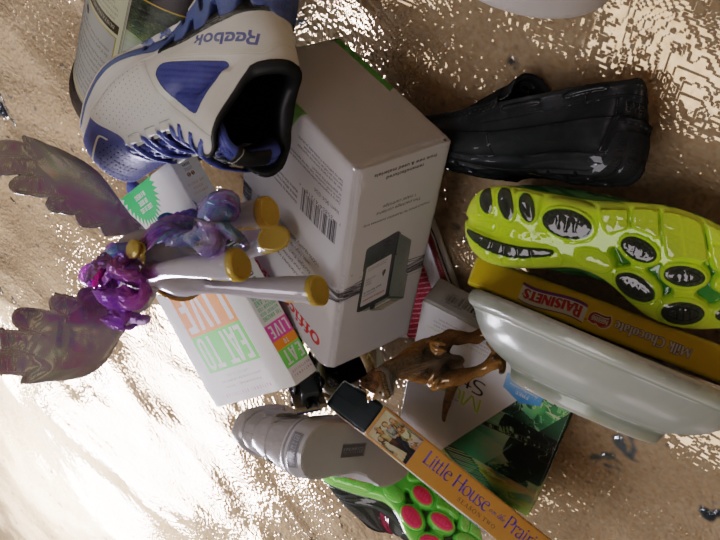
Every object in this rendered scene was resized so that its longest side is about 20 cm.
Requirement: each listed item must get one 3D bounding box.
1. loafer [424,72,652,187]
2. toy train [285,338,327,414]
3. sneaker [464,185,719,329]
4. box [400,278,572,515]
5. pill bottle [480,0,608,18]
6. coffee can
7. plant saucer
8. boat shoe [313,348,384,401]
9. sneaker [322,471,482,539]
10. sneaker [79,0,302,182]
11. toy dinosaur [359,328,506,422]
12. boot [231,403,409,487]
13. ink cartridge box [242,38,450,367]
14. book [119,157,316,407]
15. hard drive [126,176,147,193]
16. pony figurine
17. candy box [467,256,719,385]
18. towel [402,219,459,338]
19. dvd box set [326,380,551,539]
[{"bbox_3d":[0.110,-0.098,0.645,0.200,0.068,0.071,10,89,49],"label":"loafer"},{"bbox_3d":[-0.070,0.066,0.879,0.200,0.034,0.046,-117,26,-51],"label":"toy train"},{"bbox_3d":[0.171,-0.021,0.629,0.199,0.083,0.074,20,112,26],"label":"sneaker"},{"bbox_3d":[0.109,0.115,0.815,0.144,0.036,0.201,27,139,19],"label":"box"},{"bbox_3d":[0.109,-0.245,0.483,0.114,0.114,0.201,33,138,20],"label":"pill bottle"},{"bbox_3d":[-0.140,-0.202,0.728,0.146,0.146,0.200,43,140,9],"label":"coffee can"},{"bbox_3d":[0.158,0.072,0.635,0.199,0.200,0.050,24,91,29],"label":"plant saucer"},{"bbox_3d":[-0.017,0.087,0.877,0.074,0.067,0.200,26,148,11],"label":"boat shoe"},{"bbox_3d":[0.043,0.240,0.974,0.200,0.077,0.084,32,156,24],"label":"sneaker"},{"bbox_3d":[-0.111,-0.104,0.637,0.199,0.080,0.116,-33,59,30],"label":"sneaker"},{"bbox_3d":[0.063,0.071,0.725,0.106,0.200,0.061,-25,70,22],"label":"toy dinosaur"},{"bbox_3d":[-0.030,0.157,0.895,0.095,0.200,0.074,14,86,37],"label":"boot"},{"bbox_3d":[-0.021,-0.049,0.721,0.146,0.084,0.201,48,146,33],"label":"ink cartridge box"},{"bbox_3d":[-0.125,0.011,0.789,0.133,0.048,0.201,-21,100,54],"label":"book"},{"bbox_3d":[-0.177,-0.001,0.981,0.200,0.025,0.132,37,141,37],"label":"hard drive"},{"bbox_3d":[-0.149,-0.004,0.652,0.199,0.193,0.168,-8,77,26],"label":"pony figurine"},{"bbox_3d":[0.181,0.040,0.657,0.199,0.102,0.027,23,94,30],"label":"candy box"},{"bbox_3d":[0.000,0.000,0.852,0.199,0.023,0.145,-1,120,44],"label":"towel"},{"bbox_3d":[0.068,0.170,0.780,0.200,0.029,0.146,40,172,-10],"label":"dvd box set"}]
